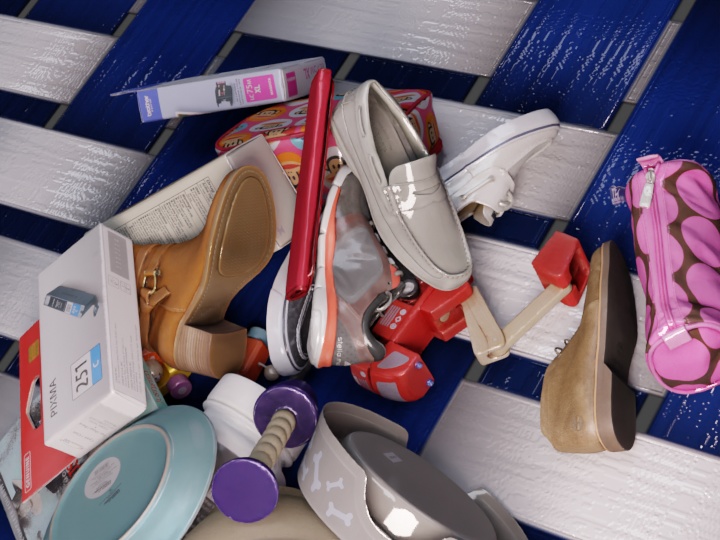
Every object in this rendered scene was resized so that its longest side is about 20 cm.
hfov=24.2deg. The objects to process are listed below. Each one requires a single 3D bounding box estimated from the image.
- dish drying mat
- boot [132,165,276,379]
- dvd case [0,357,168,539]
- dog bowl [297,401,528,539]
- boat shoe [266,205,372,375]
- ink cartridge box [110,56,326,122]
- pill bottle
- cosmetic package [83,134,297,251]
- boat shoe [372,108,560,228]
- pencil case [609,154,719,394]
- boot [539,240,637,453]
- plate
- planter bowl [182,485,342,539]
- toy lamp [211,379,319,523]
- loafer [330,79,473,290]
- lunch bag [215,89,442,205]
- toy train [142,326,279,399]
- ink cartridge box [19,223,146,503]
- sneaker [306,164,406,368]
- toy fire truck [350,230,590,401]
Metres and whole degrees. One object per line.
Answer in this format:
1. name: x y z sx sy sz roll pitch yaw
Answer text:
1. dish drying mat: -0.045 -0.075 1.508 0.018 0.077 0.200 7 81 -11
2. boot: -0.160 -0.009 1.530 0.155 0.074 0.200 19 98 45
3. dvd case: -0.259 0.156 1.535 0.200 0.022 0.146 -49 47 17
4. dog bowl: 0.037 0.186 1.318 0.059 0.200 0.200 -55 47 9
5. boat shoe: -0.031 0.012 1.573 0.068 0.072 0.200 -3 46 27
6. ink cartridge box: -0.147 -0.188 1.764 0.200 0.042 0.119 -4 11 22
7. pill bottle: -0.136 0.195 1.446 0.113 0.113 0.200 20 65 37
8. cosmetic package: -0.155 -0.039 1.598 0.200 0.105 0.071 -24 9 34
9. boat shoe: 0.111 -0.075 1.578 0.200 0.071 0.070 -32 74 -5
10. pencil case: 0.267 0.000 1.413 0.091 0.094 0.200 -15 50 15
11. boot: 0.191 0.063 1.422 0.075 0.074 0.200 -12 51 31
12. plate: -0.200 0.189 1.388 0.200 0.026 0.200 -31 34 24
13. planter bowl: -0.069 0.255 1.324 0.200 0.200 0.135 -22 30 9
14. toy lamp: -0.070 0.135 1.333 0.058 0.058 0.200 -19 11 12
15. loafer: 0.040 -0.075 1.482 0.070 0.070 0.200 -26 79 -33
16. lunch bag: -0.026 -0.127 1.645 0.200 0.082 0.176 -3 23 24
17. toy train: -0.175 0.120 1.564 0.150 0.056 0.200 15 62 35
18. ink cartridge box: -0.271 0.083 1.525 0.176 0.045 0.200 -38 43 27
19. sneaker: 0.000 0.000 1.503 0.082 0.077 0.200 6 64 -2
20. toy fire truck: 0.098 0.042 1.493 0.141 0.049 0.200 21 66 38
